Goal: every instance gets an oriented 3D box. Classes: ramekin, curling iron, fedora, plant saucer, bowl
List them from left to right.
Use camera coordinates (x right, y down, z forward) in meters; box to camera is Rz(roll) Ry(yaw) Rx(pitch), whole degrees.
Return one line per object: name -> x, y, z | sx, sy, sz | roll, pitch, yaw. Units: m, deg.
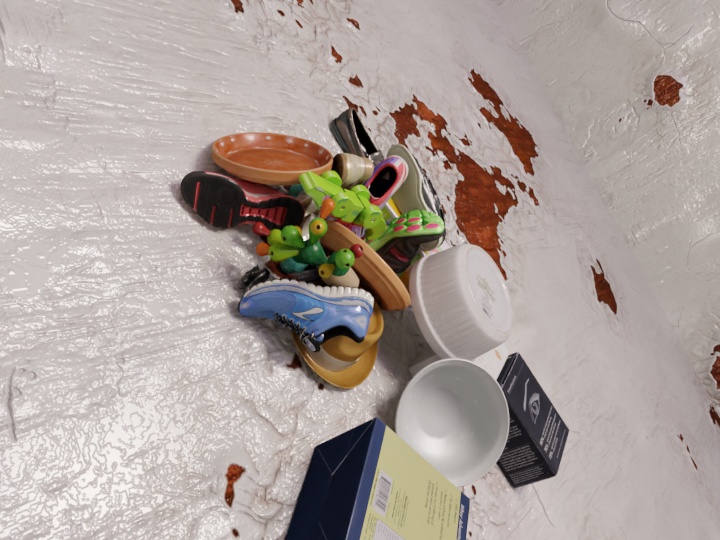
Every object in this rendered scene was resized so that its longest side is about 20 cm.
plant saucer -> -0.142, -0.181, 0.945 | 0.194, 0.033, 0.202 | 6, 28, -3
curling iron -> -0.105, 0.011, 0.911 | 0.197, 0.050, 0.026 | -7, 50, -47
fedora -> -0.022, 0.086, 0.933 | 0.198, 0.081, 0.205 | 29, 44, -33
plant saucer -> 0.000, 0.000, 0.972 | 0.038, 0.200, 0.201 | -45, 104, -12
bowl -> 0.141, 0.245, 0.971 | 0.195, 0.090, 0.208 | 0, 89, -12
ramekin -> 0.182, 0.052, 1.002 | 0.199, 0.104, 0.205 | 33, 44, -38

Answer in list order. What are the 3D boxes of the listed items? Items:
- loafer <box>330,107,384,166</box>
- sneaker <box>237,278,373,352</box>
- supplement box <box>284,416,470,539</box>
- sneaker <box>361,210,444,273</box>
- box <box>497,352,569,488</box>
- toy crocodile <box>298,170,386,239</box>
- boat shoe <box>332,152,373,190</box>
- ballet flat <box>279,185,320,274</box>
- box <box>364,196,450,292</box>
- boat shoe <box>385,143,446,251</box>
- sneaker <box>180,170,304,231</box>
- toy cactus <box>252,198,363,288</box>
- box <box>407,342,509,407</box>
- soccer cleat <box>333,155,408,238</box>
loafer -> 0.013, -0.251, 1.240 | 0.202, 0.062, 0.072 | 54, 36, -6
sneaker -> -0.080, 0.067, 0.830 | 0.194, 0.079, 0.092 | 5, 72, 0
supplement box -> 0.024, 0.347, 0.752 | 0.199, 0.133, 0.202 | 43, 38, -18
sneaker -> 0.073, -0.044, 1.046 | 0.084, 0.197, 0.078 | 50, 40, -22
box -> 0.311, 0.295, 1.157 | 0.202, 0.103, 0.147 | 56, 36, -1
toy crocodile -> -0.024, -0.103, 0.919 | 0.198, 0.062, 0.068 | 18, 34, -51
boat shoe -> -0.032, -0.161, 1.024 | 0.063, 0.199, 0.074 | -3, 93, -18
ballet flat -> -0.092, -0.085, 0.987 | 0.067, 0.070, 0.204 | 31, 43, -30
box -> 0.076, -0.062, 1.135 | 0.201, 0.111, 0.102 | 52, 37, -9
boat shoe -> 0.109, -0.137, 1.071 | 0.065, 0.074, 0.203 | -16, 77, -53
sneaker -> -0.188, -0.107, 0.909 | 0.196, 0.075, 0.087 | 13, 15, -30
toy cactus -> -0.059, -0.026, 0.855 | 0.165, 0.196, 0.104 | 40, 64, -42
box -> 0.193, 0.173, 1.113 | 0.126, 0.097, 0.199 | 55, 35, -3
soccer cleat -> 0.007, -0.117, 1.021 | 0.068, 0.201, 0.073 | 42, 17, 2
